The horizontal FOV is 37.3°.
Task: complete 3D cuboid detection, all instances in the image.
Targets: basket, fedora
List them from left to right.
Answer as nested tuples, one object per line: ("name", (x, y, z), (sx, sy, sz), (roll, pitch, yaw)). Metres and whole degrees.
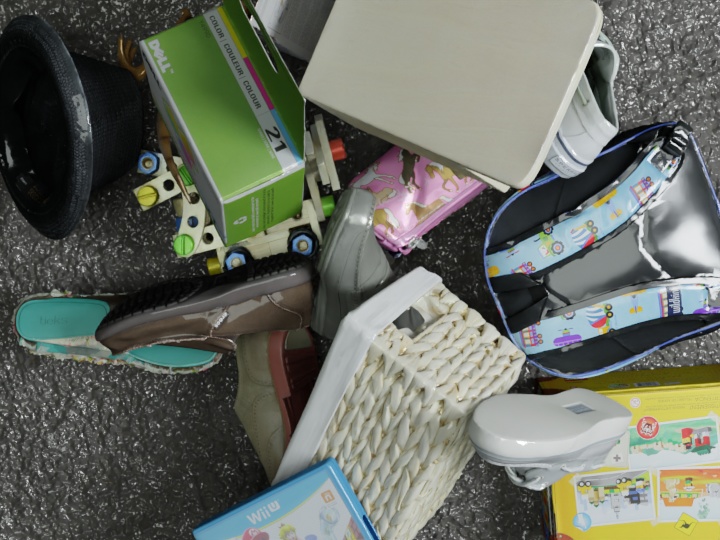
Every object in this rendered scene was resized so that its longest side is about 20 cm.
("fedora", (-0.245, -0.126, 0.916), (0.091, 0.199, 0.205), (-16, 97, -37))
("basket", (0.033, 0.123, 0.886), (0.123, 0.135, 0.202), (35, 123, 18))

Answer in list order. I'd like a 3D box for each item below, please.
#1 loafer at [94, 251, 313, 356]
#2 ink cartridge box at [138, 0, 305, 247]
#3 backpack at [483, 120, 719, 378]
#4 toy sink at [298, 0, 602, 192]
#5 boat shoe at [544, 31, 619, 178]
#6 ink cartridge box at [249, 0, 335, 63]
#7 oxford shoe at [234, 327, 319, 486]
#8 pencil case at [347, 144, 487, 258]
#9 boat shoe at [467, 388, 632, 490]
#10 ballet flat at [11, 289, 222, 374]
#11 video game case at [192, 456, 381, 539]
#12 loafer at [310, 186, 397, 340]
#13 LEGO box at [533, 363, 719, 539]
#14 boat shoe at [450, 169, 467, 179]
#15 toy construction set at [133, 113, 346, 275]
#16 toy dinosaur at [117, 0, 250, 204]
("loafer", (-0.129, 0.045, 0.906), (0.196, 0.073, 0.072), (-14, 108, 8))
("ink cartridge box", (-0.103, -0.127, 0.790), (0.075, 0.200, 0.150), (-25, 76, -11))
("backpack", (0.205, -0.011, 0.904), (0.197, 0.135, 0.185), (-24, 95, 5))
("toy sink", (0.078, -0.141, 0.774), (0.198, 0.112, 0.132), (26, 94, 29))
("boat shoe", (0.181, -0.163, 0.869), (0.073, 0.203, 0.066), (29, 136, -32))
("ink cartridge box", (-0.048, -0.262, 0.858), (0.049, 0.200, 0.164), (23, 97, 12))
("oxford shoe", (-0.075, 0.143, 0.984), (0.074, 0.070, 0.204), (0, 99, 30))
("pencil case", (0.085, -0.097, 0.929), (0.199, 0.083, 0.087), (-37, 96, 6))
("boat shoe", (0.144, 0.136, 0.831), (0.071, 0.199, 0.070), (26, 105, 31))
("ballet flat", (-0.217, 0.054, 0.974), (0.196, 0.064, 0.077), (9, 79, 2))
("video game case", (-0.032, 0.269, 0.872), (0.142, 0.018, 0.202), (-28, 94, 20))
("loafer", (0.000, 0.000, 0.901), (0.068, 0.201, 0.071), (16, 61, 3))
("LEGO box", (0.260, 0.169, 0.949), (0.196, 0.077, 0.152), (-4, 96, 4))
("boat shoe", (0.032, -0.147, 0.894), (0.200, 0.073, 0.063), (37, 86, 29))
("toy construction set", (-0.097, -0.064, 0.945), (0.196, 0.092, 0.134), (-13, 95, 16))
("toy dinosaur", (-0.158, -0.169, 0.918), (0.105, 0.060, 0.203), (15, 72, 27))
